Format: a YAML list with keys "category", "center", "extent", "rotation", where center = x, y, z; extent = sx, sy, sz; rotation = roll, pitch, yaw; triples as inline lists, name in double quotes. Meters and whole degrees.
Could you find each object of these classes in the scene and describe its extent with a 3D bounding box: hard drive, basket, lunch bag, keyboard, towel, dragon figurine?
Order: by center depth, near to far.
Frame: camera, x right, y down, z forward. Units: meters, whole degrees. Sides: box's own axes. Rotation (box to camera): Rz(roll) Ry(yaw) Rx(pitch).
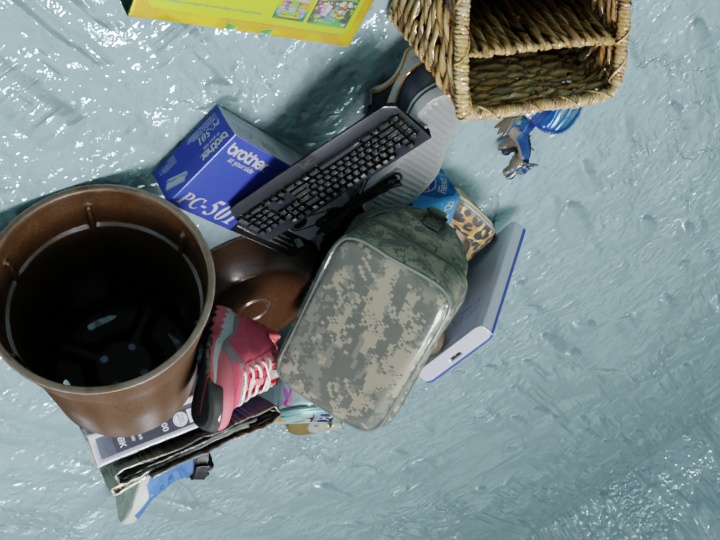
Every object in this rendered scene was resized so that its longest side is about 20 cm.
- category: "basket"
  center: [0.150, -0.237, 0.831]
  extent: [0.199, 0.149, 0.143]
  rotation: [-11, 145, -29]
- category: "keyboard"
  center: [-0.019, -0.082, 0.910]
  extent: [0.199, 0.021, 0.127]
  rotation: [-30, 152, 22]
- category: "lunch bag"
  center: [0.022, 0.041, 0.967]
  extent: [0.201, 0.139, 0.168]
  rotation: [-64, 170, 26]
- category: "dragon figurine"
  center: [0.203, -0.186, 1.043]
  extent: [0.099, 0.059, 0.200]
  rotation: [5, 135, -46]
- category: "towel"
  center: [-0.200, 0.185, 1.062]
  extent: [0.192, 0.035, 0.200]
  rotation: [-20, -172, -21]
- category: "hard drive"
  center: [0.143, 0.038, 1.204]
  extent: [0.132, 0.025, 0.200]
  rotation: [-44, -166, 43]
- category: "lunch bag"
  center: [-0.056, 0.156, 1.208]
  extent: [0.160, 0.078, 0.200]
  rotation: [5, 168, -31]

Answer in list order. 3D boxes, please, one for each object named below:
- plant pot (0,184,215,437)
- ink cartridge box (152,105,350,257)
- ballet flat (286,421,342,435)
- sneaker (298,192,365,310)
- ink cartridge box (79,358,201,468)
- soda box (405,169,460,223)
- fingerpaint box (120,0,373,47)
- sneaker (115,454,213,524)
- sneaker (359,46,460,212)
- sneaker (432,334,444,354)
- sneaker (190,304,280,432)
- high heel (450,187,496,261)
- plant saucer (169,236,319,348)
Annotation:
- category: "plant pot"
  center: [-0.233, 0.057, 0.896]
  extent: [0.199, 0.201, 0.199]
  rotation: [-21, 156, -16]
- category: "ink cartridge box"
  center: [-0.101, -0.082, 0.940]
  extent: [0.094, 0.044, 0.200]
  rotation: [-42, 148, 16]
- category: "ballet flat"
  center: [-0.038, 0.197, 1.393]
  extent: [0.068, 0.063, 0.200]
  rotation: [8, 132, -47]
- category: "sneaker"
  center: [0.000, 0.000, 1.092]
  extent: [0.090, 0.070, 0.201]
  rotation: [9, 111, -44]
- category: "ink cartridge box"
  center: [-0.216, 0.147, 1.068]
  extent: [0.199, 0.044, 0.198]
  rotation: [-21, -171, -19]
- category: "soda box"
  center: [0.050, -0.037, 1.119]
  extent: [0.064, 0.068, 0.201]
  rotation: [-16, 147, -25]
- category: "fingerpaint box"
  center: [-0.063, -0.259, 0.682]
  extent: [0.199, 0.074, 0.167]
  rotation: [-4, 141, -39]
- category: "sneaker"
  center: [-0.260, 0.277, 1.296]
  extent: [0.111, 0.077, 0.201]
  rotation: [5, 129, -32]
- category: "sneaker"
  center: [0.044, -0.139, 0.956]
  extent: [0.078, 0.080, 0.200]
  rotation: [-10, 151, -28]
- category: "sneaker"
  center: [0.020, 0.077, 1.200]
  extent: [0.075, 0.071, 0.200]
  rotation: [4, 172, -33]
- category: "sneaker"
  center: [-0.115, 0.093, 0.940]
  extent: [0.086, 0.200, 0.074]
  rotation: [13, 111, -8]
- category: "high heel"
  center: [0.095, -0.025, 1.167]
  extent: [0.142, 0.072, 0.200]
  rotation: [-41, 158, 5]
- category: "plant saucer"
  center: [-0.129, 0.035, 1.098]
  extent: [0.199, 0.037, 0.201]
  rotation: [-23, 149, -15]
